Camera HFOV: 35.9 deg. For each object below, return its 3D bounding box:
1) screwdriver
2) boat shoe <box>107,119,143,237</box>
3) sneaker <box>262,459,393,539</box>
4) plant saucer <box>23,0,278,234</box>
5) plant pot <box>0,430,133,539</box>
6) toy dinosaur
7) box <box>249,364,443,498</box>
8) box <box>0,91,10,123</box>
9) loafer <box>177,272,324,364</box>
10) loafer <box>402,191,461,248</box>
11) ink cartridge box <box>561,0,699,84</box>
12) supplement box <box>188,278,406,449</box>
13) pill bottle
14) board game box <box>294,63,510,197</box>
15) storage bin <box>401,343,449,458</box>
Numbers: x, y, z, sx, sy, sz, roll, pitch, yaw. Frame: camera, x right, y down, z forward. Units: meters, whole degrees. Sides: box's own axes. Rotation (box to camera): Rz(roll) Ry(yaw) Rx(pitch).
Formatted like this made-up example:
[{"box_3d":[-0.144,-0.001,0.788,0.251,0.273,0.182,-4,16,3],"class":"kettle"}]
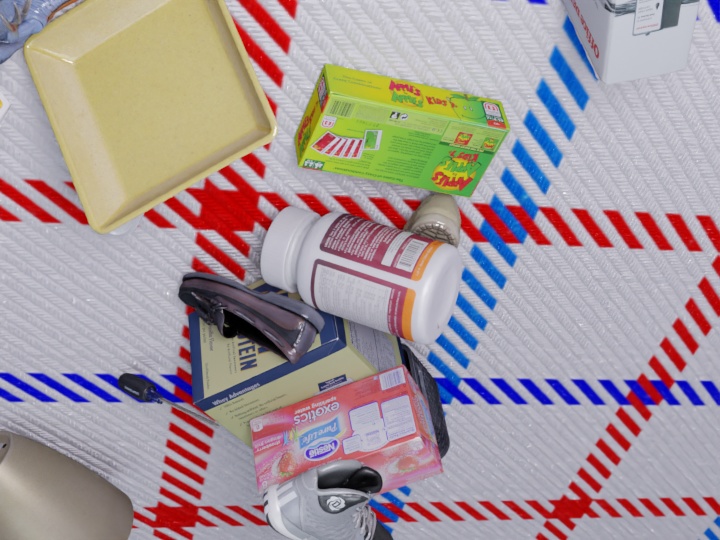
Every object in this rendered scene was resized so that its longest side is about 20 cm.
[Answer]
[{"box_3d":[-0.235,0.165,1.353,0.028,0.199,0.029,29,85,-47],"class":"screwdriver"},{"box_3d":[-0.250,-0.096,1.120,0.073,0.066,0.201,-3,139,-9],"class":"boat shoe"},{"box_3d":[-0.003,0.268,1.224,0.115,0.075,0.199,-37,133,24],"class":"sneaker"},{"box_3d":[-0.182,-0.161,0.994,0.199,0.201,0.048,-27,170,17],"class":"plant saucer"},{"box_3d":[-0.436,0.311,1.480,0.186,0.188,0.201,-24,124,16],"class":"plant pot"},{"box_3d":[-0.305,-0.234,0.973,0.180,0.106,0.200,-18,174,-5],"class":"toy dinosaur"},{"box_3d":[-0.016,0.203,1.278,0.198,0.103,0.095,-21,139,10],"class":"box"},{"box_3d":[-0.393,-0.163,0.875,0.112,0.102,0.201,-7,135,28],"class":"box"},{"box_3d":[-0.134,0.052,1.240,0.199,0.063,0.072,13,156,32],"class":"loafer"},{"box_3d":[0.073,-0.020,1.276,0.075,0.069,0.200,27,147,-4],"class":"loafer"},{"box_3d":[0.233,-0.284,0.950,0.082,0.147,0.201,-9,141,-3],"class":"ink cartridge box"},{"box_3d":[-0.071,0.115,1.347,0.199,0.135,0.200,-25,138,16],"class":"supplement box"},{"box_3d":[0.000,0.000,1.192,0.199,0.110,0.110,18,145,21],"class":"pill bottle"},{"box_3d":[0.042,-0.141,1.146,0.198,0.048,0.102,8,136,-21],"class":"board game box"},{"box_3d":[0.004,0.201,1.460,0.199,0.136,0.094,-23,138,14],"class":"storage bin"}]
